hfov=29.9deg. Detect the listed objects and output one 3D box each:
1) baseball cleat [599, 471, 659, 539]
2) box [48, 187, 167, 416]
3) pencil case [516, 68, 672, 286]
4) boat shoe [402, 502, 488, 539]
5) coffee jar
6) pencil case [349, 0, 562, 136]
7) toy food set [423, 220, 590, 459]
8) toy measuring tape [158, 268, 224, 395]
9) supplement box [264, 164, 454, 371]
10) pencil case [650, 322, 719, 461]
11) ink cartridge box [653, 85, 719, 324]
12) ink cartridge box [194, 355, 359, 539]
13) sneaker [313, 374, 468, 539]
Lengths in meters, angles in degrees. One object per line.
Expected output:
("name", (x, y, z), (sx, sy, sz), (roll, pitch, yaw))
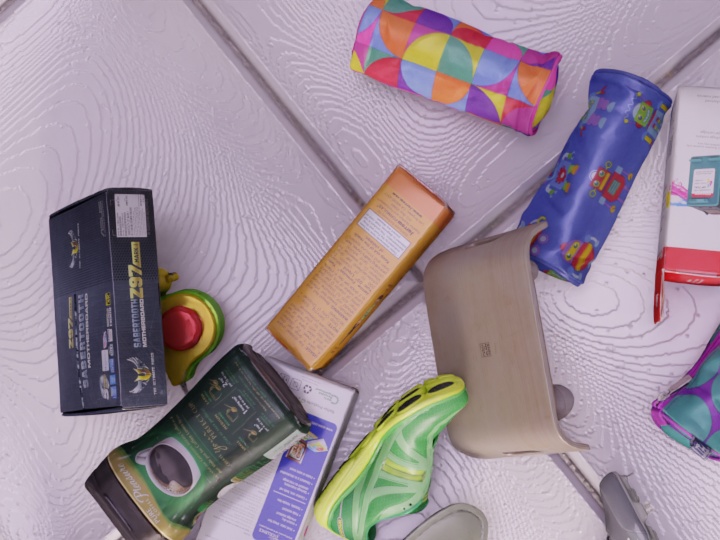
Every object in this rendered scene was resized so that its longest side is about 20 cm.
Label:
("baseball cleat", (0.233, 0.285, 1.193), (0.106, 0.070, 0.201), (-23, 81, 8))
("box", (-0.240, 0.033, 1.262), (0.051, 0.157, 0.202), (-1, 84, -32))
("pencil case", (0.206, -0.084, 1.223), (0.078, 0.087, 0.201), (26, 91, -24))
("boat shoe", (0.045, 0.292, 1.231), (0.072, 0.061, 0.202), (36, 93, -1))
("coffee jar", (-0.149, 0.166, 1.224), (0.200, 0.085, 0.104), (-39, 82, 2))
("pencil case", (0.087, -0.196, 1.252), (0.199, 0.088, 0.089), (24, 90, 11))
("toy food set", (0.133, 0.067, 1.204), (0.143, 0.060, 0.202), (-15, 83, 53))
("toy measuring tape", (-0.149, 0.087, 1.284), (0.073, 0.074, 0.201), (-24, 91, 8))
("supplement box", (0.000, 0.000, 1.260), (0.069, 0.067, 0.200), (38, 92, 11))
("pencil case", (0.340, 0.071, 1.181), (0.092, 0.085, 0.201), (33, 92, -15))
("ink cartridge box", (0.299, -0.051, 1.183), (0.067, 0.116, 0.202), (5, 87, 10))
("ink cartridge box", (-0.080, 0.190, 1.268), (0.094, 0.037, 0.201), (20, 82, 11))
("sneaker", (0.040, 0.174, 1.232), (0.083, 0.074, 0.200), (39, 113, 1))
